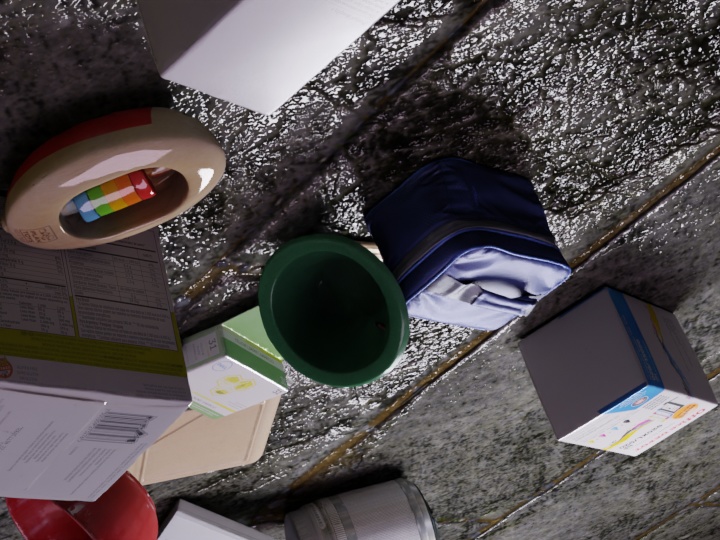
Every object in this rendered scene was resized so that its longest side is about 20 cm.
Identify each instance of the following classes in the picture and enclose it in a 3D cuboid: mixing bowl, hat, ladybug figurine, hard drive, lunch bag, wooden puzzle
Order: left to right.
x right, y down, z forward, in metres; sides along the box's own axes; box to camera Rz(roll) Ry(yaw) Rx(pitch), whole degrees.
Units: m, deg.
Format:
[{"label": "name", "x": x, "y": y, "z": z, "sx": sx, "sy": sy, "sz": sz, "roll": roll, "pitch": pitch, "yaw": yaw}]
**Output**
[{"label": "mixing bowl", "x": -0.314, "y": 0.295, "z": 1.844, "sx": 0.108, "sy": 0.200, "sz": 0.201, "roll": -45, "pitch": 166, "yaw": -32}, {"label": "ladybug figurine", "x": -0.214, "y": -0.082, "z": 1.320, "sx": 0.199, "sy": 0.072, "sz": 0.136, "roll": -20, "pitch": 153, "yaw": -2}, {"label": "wooden puzzle", "x": -0.197, "y": 0.200, "z": 1.885, "sx": 0.199, "sy": 0.037, "sz": 0.185, "roll": -14, "pitch": 152, "yaw": -21}, {"label": "hard drive", "x": -0.179, "y": 0.387, "z": 2.129, "sx": 0.199, "sy": 0.026, "sz": 0.132, "roll": 24, "pitch": 138, "yaw": -11}, {"label": "hat", "x": 0.000, "y": 0.015, "z": 1.626, "sx": 0.199, "sy": 0.166, "sz": 0.176, "roll": -21, "pitch": -170, "yaw": 35}, {"label": "lunch bag", "x": 0.118, "y": -0.014, "z": 1.596, "sx": 0.199, "sy": 0.133, "sz": 0.136, "roll": 11, "pitch": 140, "yaw": -44}]

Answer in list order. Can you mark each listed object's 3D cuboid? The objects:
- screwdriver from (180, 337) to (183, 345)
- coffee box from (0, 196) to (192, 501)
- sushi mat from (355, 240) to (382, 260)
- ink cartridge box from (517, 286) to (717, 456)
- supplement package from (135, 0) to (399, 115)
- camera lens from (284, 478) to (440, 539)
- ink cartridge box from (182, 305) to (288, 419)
[{"label": "screwdriver", "x": -0.245, "y": 0.051, "z": 1.588, "sx": 0.028, "sy": 0.029, "sz": 0.200, "roll": -30, "pitch": 152, "yaw": 18}, {"label": "coffee box", "x": -0.298, "y": 0.073, "z": 1.405, "sx": 0.199, "sy": 0.199, "sz": 0.200, "roll": 9, "pitch": 142, "yaw": -37}, {"label": "sushi mat", "x": 0.000, "y": 0.000, "z": 1.673, "sx": 0.199, "sy": 0.012, "sz": 0.096, "roll": 4, "pitch": 145, "yaw": -38}, {"label": "ink cartridge box", "x": 0.331, "y": 0.134, "z": 1.986, "sx": 0.147, "sy": 0.145, "sz": 0.199, "roll": -36, "pitch": 149, "yaw": 27}, {"label": "supplement package", "x": -0.056, "y": -0.225, "z": 1.120, "sx": 0.200, "sy": 0.118, "sz": 0.117, "roll": -37, "pitch": 149, "yaw": 29}, {"label": "camera lens", "x": 0.006, "y": 0.393, "z": 2.222, "sx": 0.199, "sy": 0.161, "sz": 0.160, "roll": -12, "pitch": 152, "yaw": -14}, {"label": "ink cartridge box", "x": -0.117, "y": 0.095, "z": 1.717, "sx": 0.199, "sy": 0.048, "sz": 0.145, "roll": -22, "pitch": 153, "yaw": 18}]
